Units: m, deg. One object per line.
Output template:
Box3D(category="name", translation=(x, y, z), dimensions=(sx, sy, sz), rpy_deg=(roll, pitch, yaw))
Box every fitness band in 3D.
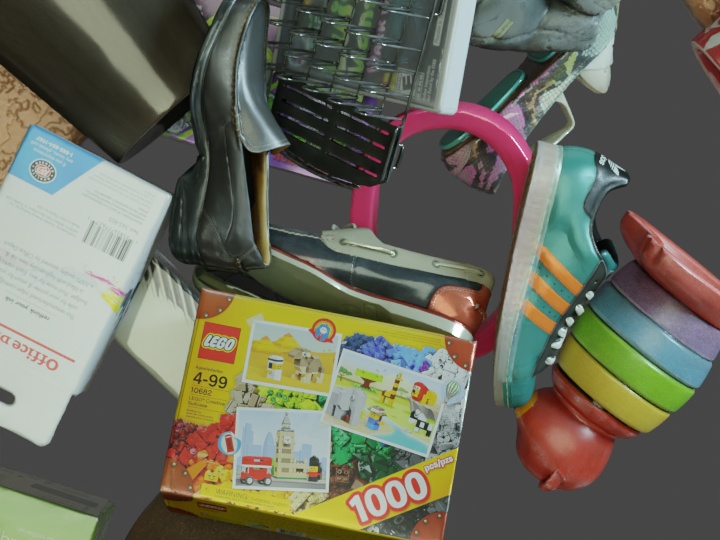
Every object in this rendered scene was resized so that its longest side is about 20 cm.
Box3D(category="fitness band", translation=(0.064, -0.029, 1.422), dimensions=(0.142, 0.037, 0.202), rpy_deg=(4, 110, 7))

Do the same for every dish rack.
Box3D(category="dish rack", translation=(-0.015, -0.165, 1.337), dimensions=(0.153, 0.054, 0.202), rpy_deg=(29, 110, 42))

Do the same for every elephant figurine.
Box3D(category="elephant figurine", translation=(0.118, -0.256, 1.397), dimensions=(0.153, 0.201, 0.142), rpy_deg=(5, 132, -15))

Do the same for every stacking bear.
Box3D(category="stacking bear", translation=(0.189, 0.076, 1.416), dimensions=(0.113, 0.122, 0.201), rpy_deg=(35, 100, -12))

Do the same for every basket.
Box3D(category="basket", translation=(-0.199, -0.191, 1.386), dimensions=(0.180, 0.136, 0.200), rpy_deg=(-42, 93, 3))

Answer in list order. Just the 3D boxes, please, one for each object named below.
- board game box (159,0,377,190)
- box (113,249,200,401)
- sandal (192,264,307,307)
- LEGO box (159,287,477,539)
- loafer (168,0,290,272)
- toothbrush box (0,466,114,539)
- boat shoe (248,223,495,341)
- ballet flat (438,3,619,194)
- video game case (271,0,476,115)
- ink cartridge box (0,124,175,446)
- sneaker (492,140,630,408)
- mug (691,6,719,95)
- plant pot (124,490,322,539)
Box3D(category="board game box", translation=(-0.085, -0.146, 1.456), dimensions=(0.198, 0.032, 0.121), rpy_deg=(16, 87, 2))
Box3D(category="box", translation=(-0.170, 0.018, 1.434), dimensions=(0.200, 0.082, 0.068), rpy_deg=(43, 91, -1))
Box3D(category="sandal", translation=(-0.042, 0.053, 1.441), dimensions=(0.200, 0.080, 0.058), rpy_deg=(29, 109, 7))
Box3D(category="LEGO box", translation=(-0.029, 0.110, 1.336), dimensions=(0.198, 0.077, 0.151), rpy_deg=(10, 74, 1))
Box3D(category="loafer", translation=(-0.081, -0.098, 1.339), dimensions=(0.072, 0.073, 0.202), rpy_deg=(13, 105, 20))
Box3D(category="toothbrush box", translation=(-0.287, 0.255, 1.436), dimensions=(0.144, 0.086, 0.202), rpy_deg=(18, 92, 1))
Box3D(category="boat shoe", translation=(0.000, 0.000, 1.389), dimensions=(0.198, 0.071, 0.063), rpy_deg=(20, 70, 9))
Box3D(category="ballet flat", translation=(0.144, -0.141, 1.439), dimensions=(0.071, 0.069, 0.200), rpy_deg=(39, 95, -17))
Box3D(category="video game case", translation=(0.016, -0.227, 1.360), dimensions=(0.181, 0.023, 0.202), rpy_deg=(19, 103, 44))
Box3D(category="ink cartridge box", translation=(-0.225, 0.011, 1.361), dimensions=(0.114, 0.068, 0.201), rpy_deg=(27, 90, 0))
Box3D(category="sneaker", translation=(0.144, 0.011, 1.369), dimensions=(0.079, 0.071, 0.202), rpy_deg=(11, 108, 1))
Box3D(category="mug", translation=(0.350, -0.197, 1.417), dimensions=(0.199, 0.178, 0.134), rpy_deg=(-38, 126, 6))
Box3D(category="plant pot", translation=(-0.075, 0.243, 1.400), dimensions=(0.200, 0.187, 0.187), rpy_deg=(39, 91, 15))
